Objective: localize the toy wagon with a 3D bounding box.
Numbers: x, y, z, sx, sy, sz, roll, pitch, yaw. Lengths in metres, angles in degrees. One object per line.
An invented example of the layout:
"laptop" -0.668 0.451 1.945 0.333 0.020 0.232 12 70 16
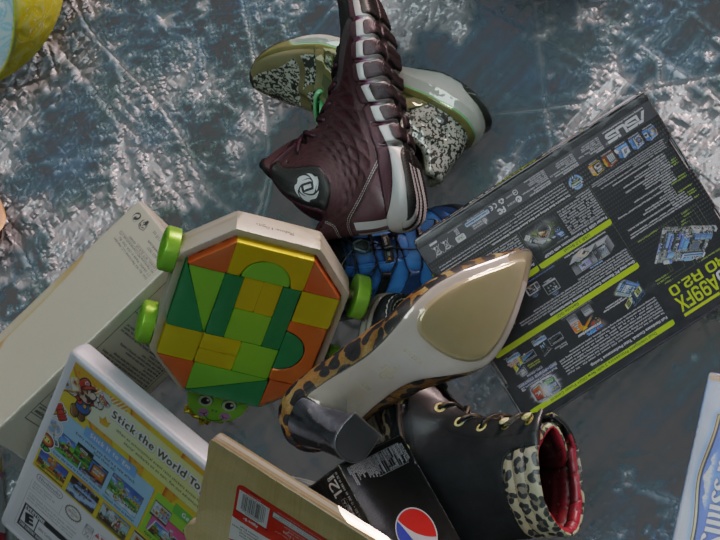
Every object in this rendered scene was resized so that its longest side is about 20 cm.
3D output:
"toy wagon" -0.086 0.048 1.238 0.154 0.201 0.040 14 35 -12

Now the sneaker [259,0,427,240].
"sneaker" -0.025 -0.116 1.239 0.115 0.076 0.202 -14 75 14

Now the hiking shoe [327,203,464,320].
"hiking shoe" 0.000 0.000 1.268 0.199 0.087 0.075 -22 70 8

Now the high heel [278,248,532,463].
"high heel" 0.026 0.050 1.179 0.200 0.142 0.072 -44 106 -14

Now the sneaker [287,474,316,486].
"sneaker" -0.079 0.170 1.243 0.198 0.087 0.075 6 78 18

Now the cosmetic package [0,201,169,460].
"cosmetic package" -0.201 0.055 1.296 0.200 0.105 0.071 -42 55 -1

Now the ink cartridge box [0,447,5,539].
"ink cartridge box" -0.341 0.143 1.290 0.082 0.146 0.202 -11 71 14

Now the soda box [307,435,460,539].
"soda box" 0.039 0.219 1.144 0.063 0.071 0.201 -20 76 -38

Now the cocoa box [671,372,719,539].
"cocoa box" 0.275 0.187 1.115 0.130 0.133 0.202 11 77 19

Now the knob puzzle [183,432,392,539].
"knob puzzle" -0.034 0.217 1.142 0.218 0.221 0.030 27 43 21

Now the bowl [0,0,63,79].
"bowl" -0.302 -0.261 1.402 0.107 0.201 0.200 -25 62 -39

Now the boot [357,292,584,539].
"boot" 0.078 0.104 1.194 0.153 0.073 0.206 -17 75 41

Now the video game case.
"video game case" -0.162 0.181 1.233 0.200 0.023 0.183 38 123 15

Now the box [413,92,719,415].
"box" 0.161 -0.008 1.220 0.199 0.044 0.161 -33 92 5

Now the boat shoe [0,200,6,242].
"boat shoe" -0.356 -0.087 1.400 0.070 0.070 0.201 -12 63 -32

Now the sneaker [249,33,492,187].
"sneaker" -0.004 -0.118 1.298 0.198 0.077 0.089 17 60 20
